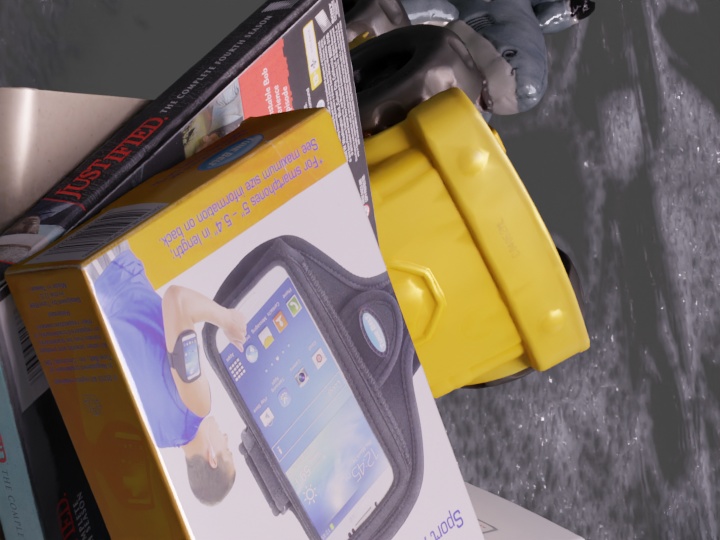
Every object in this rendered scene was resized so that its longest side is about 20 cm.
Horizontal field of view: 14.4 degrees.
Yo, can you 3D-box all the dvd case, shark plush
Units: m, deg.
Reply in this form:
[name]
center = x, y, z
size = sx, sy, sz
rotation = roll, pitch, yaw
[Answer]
[dvd case]
center = -0.056, 0.012, 0.935
size = 0.200, 0.022, 0.147
rotation = -48, 140, -43
[shark plush]
center = 0.090, -0.125, 1.540
size = 0.200, 0.083, 0.091
rotation = -35, 111, -58

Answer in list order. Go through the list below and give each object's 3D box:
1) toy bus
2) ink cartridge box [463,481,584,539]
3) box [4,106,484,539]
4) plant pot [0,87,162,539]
[toy bus]
center = -0.028, -0.006, 1.146
size = 0.136, 0.191, 0.200
rotation = 60, -4, -25
[ink cartridge box]
center = -0.008, 0.157, 1.055
size = 0.200, 0.083, 0.147
rotation = 2, 111, -64
[box]
center = -0.024, 0.064, 0.883
size = 0.119, 0.041, 0.201
rotation = -36, 110, -43
[plant pot]
center = -0.145, 0.028, 0.990
size = 0.199, 0.199, 0.178
rotation = 1, 93, -60
